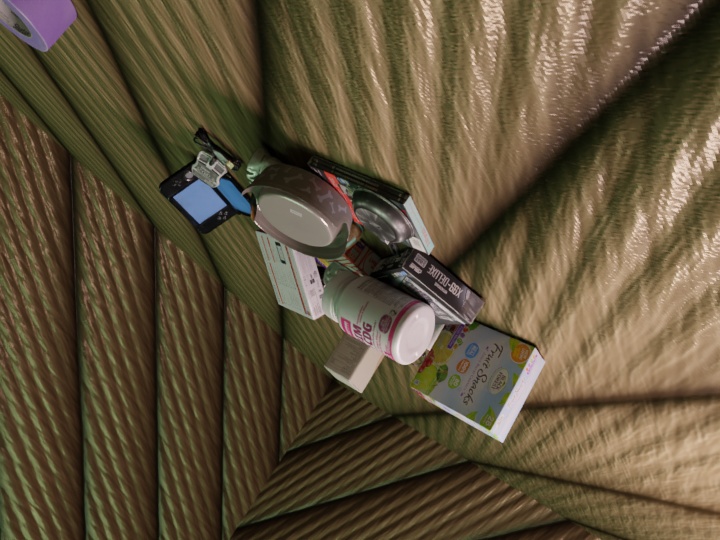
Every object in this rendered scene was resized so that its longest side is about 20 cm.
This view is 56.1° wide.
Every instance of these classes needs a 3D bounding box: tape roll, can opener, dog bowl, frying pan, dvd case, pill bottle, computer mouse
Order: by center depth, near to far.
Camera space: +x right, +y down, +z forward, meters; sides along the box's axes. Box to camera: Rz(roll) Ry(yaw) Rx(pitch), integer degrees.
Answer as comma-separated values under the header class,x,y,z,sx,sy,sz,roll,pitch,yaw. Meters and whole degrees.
class,x,y,z,sx,sy,sz,roll,pitch,yaw
frying pan,0.026,-0.070,1.064,0.114,0.031,0.190,36,163,3
dvd case,0.017,-0.103,1.073,0.198,0.022,0.146,28,164,34
dog bowl,-0.101,-0.100,1.135,0.197,0.059,0.201,22,157,10
tape roll,-0.606,-0.490,1.182,0.198,0.086,0.200,33,166,9
pill bottle,0.028,0.079,1.232,0.198,0.114,0.114,25,163,37
can opener,0.014,0.047,1.354,0.198,0.054,0.067,32,-162,11
computer mouse,-0.310,-0.230,1.414,0.109,0.044,0.199,35,161,-14

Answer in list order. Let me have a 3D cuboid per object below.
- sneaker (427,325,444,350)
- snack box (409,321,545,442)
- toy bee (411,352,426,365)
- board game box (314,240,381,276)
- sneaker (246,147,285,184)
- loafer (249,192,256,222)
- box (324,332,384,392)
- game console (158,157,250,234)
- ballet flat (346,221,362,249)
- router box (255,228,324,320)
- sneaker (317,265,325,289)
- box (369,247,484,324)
class,x,y,z,sx,sy,sz,roll,pitch,yaw
sneaker,0.154,0.131,1.421,0.088,0.075,0.200,38,173,49
snack box,0.214,0.192,1.251,0.198,0.170,0.068,21,165,43
toy bee,0.068,0.115,1.478,0.128,0.110,0.202,-9,141,6
board game box,0.000,0.000,1.398,0.151,0.047,0.199,40,166,-15
sneaker,-0.147,-0.140,1.244,0.080,0.076,0.201,21,160,17
loafer,-0.206,-0.133,1.406,0.072,0.073,0.200,35,167,-5
box,0.009,0.182,1.651,0.094,0.202,0.078,24,163,37
game console,-0.345,-0.156,1.596,0.117,0.174,0.201,60,-176,39
ballet flat,-0.077,-0.075,1.283,0.198,0.073,0.068,22,160,45
router box,-0.162,-0.001,1.599,0.178,0.048,0.204,18,128,54
sneaker,-0.062,0.022,1.603,0.197,0.076,0.116,28,156,12
box,0.113,0.032,1.219,0.157,0.050,0.200,39,166,-10
